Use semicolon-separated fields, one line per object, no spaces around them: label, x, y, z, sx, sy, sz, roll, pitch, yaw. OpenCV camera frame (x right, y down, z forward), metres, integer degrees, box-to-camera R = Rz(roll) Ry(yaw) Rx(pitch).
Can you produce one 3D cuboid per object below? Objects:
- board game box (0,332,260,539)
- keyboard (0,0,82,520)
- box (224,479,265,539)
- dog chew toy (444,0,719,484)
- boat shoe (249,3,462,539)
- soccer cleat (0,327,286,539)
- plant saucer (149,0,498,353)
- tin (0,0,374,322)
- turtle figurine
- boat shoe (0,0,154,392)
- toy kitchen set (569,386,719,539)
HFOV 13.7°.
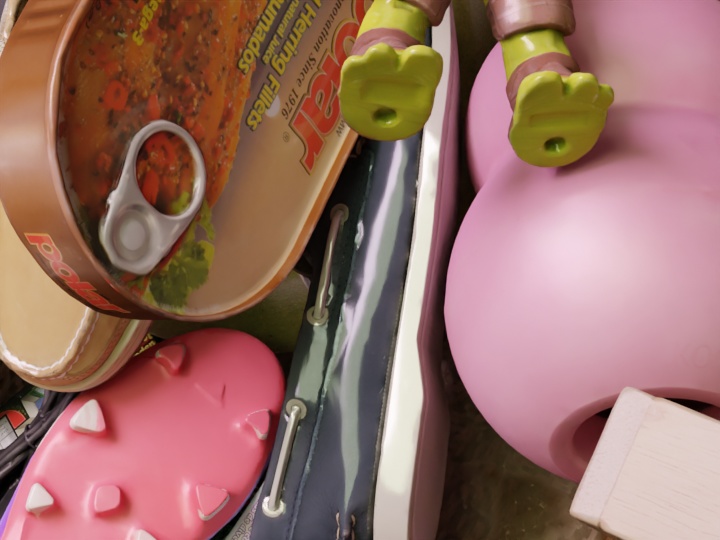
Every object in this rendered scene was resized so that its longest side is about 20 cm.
board game box;-0.129;0.111;1.053;0.200;0.023;0.105;-40;59;7
keyboard;-0.131;0.011;1.029;0.127;0.021;0.200;45;115;17
box;-0.031;0.185;0.960;0.137;0.039;0.201;33;86;34
dog chew toy;0.086;-0.033;0.948;0.124;0.125;0.201;-16;55;21
boat shoe;0.000;0.000;0.962;0.061;0.075;0.202;3;80;10
soccer cleat;-0.097;0.103;0.993;0.067;0.077;0.200;35;72;2
plant saucer;-0.037;-0.073;1.030;0.198;0.031;0.202;-1;84;7
tin;-0.042;-0.075;0.910;0.042;0.112;0.201;-7;48;47
turtle figurine;0.021;-0.113;0.894;0.064;0.199;0.162;-43;38;46
boat shoe;-0.093;-0.059;0.949;0.071;0.076;0.202;10;96;19
toy kitchen set;0.197;0.024;0.824;0.162;0.180;0.201;21;84;31
